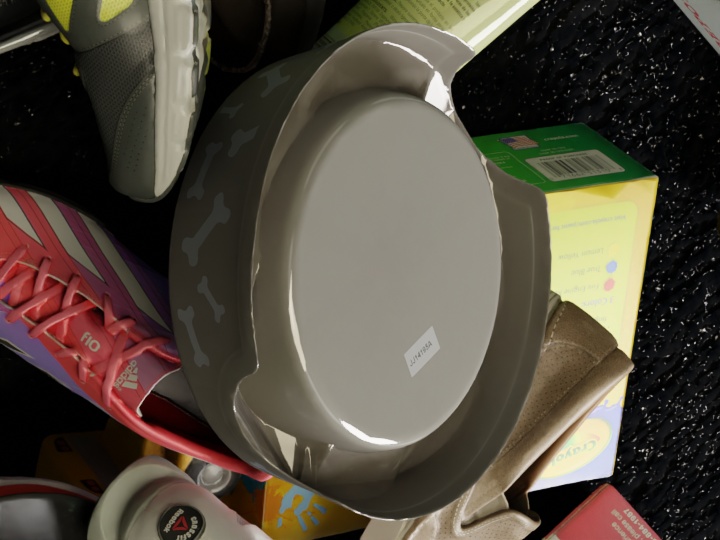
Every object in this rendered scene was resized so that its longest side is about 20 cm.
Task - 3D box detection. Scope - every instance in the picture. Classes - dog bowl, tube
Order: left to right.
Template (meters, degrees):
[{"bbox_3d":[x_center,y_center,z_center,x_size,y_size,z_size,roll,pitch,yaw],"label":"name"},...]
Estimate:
[{"bbox_3d":[0.000,0.000,0.968,0.199,0.058,0.202,-5,96,-50],"label":"dog bowl"},{"bbox_3d":[0.042,-0.122,1.053,0.200,0.052,0.058,-44,102,0],"label":"tube"}]

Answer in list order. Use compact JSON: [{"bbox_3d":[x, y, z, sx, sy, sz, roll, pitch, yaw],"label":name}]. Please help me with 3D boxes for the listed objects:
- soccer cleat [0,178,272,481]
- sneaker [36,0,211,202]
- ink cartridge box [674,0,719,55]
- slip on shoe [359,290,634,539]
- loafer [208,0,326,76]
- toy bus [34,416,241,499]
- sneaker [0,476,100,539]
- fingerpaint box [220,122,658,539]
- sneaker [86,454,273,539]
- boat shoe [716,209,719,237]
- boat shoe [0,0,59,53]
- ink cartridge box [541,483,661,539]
[{"bbox_3d":[-0.110,0.024,0.996,0.199,0.073,0.068,30,107,-12],"label":"soccer cleat"},{"bbox_3d":[-0.102,-0.123,0.893,0.084,0.075,0.201,-2,112,2],"label":"sneaker"},{"bbox_3d":[0.264,-0.127,1.103,0.145,0.200,0.145,-50,131,-1],"label":"ink cartridge box"},{"bbox_3d":[0.052,0.105,1.079,0.201,0.060,0.076,-58,167,3],"label":"slip on shoe"},{"bbox_3d":[-0.069,-0.165,0.951,0.071,0.073,0.201,-28,119,-32],"label":"loafer"},{"bbox_3d":[-0.116,0.140,1.102,0.078,0.065,0.201,0,116,-30],"label":"toy bus"},{"bbox_3d":[-0.195,0.102,1.006,0.200,0.108,0.068,4,109,-41],"label":"sneaker"},{"bbox_3d":[0.031,0.028,1.125,0.199,0.073,0.168,-10,120,-27],"label":"fingerpaint box"},{"bbox_3d":[-0.049,0.160,1.047,0.074,0.088,0.200,-55,150,-14],"label":"sneaker"},{"bbox_3d":[0.271,-0.067,1.222,0.200,0.074,0.066,-43,125,-4],"label":"boat shoe"},{"bbox_3d":[-0.174,-0.104,0.924,0.199,0.068,0.072,-17,124,-24],"label":"boat shoe"},{"bbox_3d":[0.102,0.234,1.232,0.200,0.146,0.085,-41,170,-7],"label":"ink cartridge box"}]
